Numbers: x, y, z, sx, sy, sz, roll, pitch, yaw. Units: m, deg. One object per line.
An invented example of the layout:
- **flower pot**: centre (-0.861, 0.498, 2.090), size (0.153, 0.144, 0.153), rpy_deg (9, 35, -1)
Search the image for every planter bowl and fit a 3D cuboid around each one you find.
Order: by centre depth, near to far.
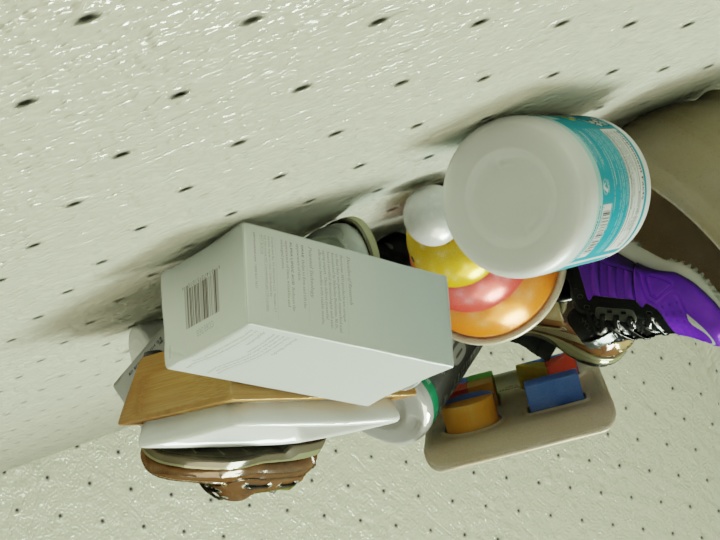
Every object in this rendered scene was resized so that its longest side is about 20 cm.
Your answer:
- **planter bowl**: centre (0.302, -0.068, 1.343), size (0.135, 0.200, 0.200), rpy_deg (-46, 179, -10)

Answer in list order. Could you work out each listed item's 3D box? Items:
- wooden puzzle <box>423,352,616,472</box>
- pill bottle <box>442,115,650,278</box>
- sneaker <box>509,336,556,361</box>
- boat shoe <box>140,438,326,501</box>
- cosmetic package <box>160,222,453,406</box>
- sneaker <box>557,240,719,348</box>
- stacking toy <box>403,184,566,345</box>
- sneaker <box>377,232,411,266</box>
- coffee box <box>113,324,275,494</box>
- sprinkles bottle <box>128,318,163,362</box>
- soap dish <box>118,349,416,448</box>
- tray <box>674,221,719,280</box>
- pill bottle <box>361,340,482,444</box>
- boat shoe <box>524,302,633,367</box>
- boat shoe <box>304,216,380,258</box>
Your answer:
- **wooden puzzle**: centre (0.150, 0.125, 1.526), size (0.183, 0.047, 0.200), rpy_deg (-14, -168, 6)
- **pill bottle**: centre (0.145, -0.057, 1.132), size (0.110, 0.112, 0.199), rpy_deg (-23, 174, 26)
- **sneaker**: centre (0.161, 0.011, 1.606), size (0.107, 0.074, 0.200), rpy_deg (-58, -151, 6)
- **boat shoe**: centre (-0.114, 0.173, 1.377), size (0.198, 0.072, 0.069), rpy_deg (3, 119, -42)
- **cosmetic package**: centre (-0.037, 0.038, 1.167), size (0.198, 0.082, 0.112), rpy_deg (14, 152, -39)
- **sneaker**: centre (0.235, 0.034, 1.342), size (0.100, 0.070, 0.200), rpy_deg (-47, -139, -8)
- **stacking toy**: centre (0.084, -0.030, 1.312), size (0.145, 0.148, 0.200), rpy_deg (-22, 156, 15)
- **sneaker**: centre (0.000, 0.000, 1.438), size (0.075, 0.088, 0.200), rpy_deg (-30, -164, 28)
- **coffee box**: centre (-0.118, 0.119, 1.450), size (0.115, 0.080, 0.200), rpy_deg (-48, 142, 7)
- **sprinkles bottle**: centre (-0.124, 0.059, 1.510), size (0.198, 0.069, 0.068), rpy_deg (-18, 175, -29)
- **soap dish**: centre (-0.078, 0.098, 1.288), size (0.198, 0.082, 0.156), rpy_deg (2, 167, -42)
- **tray**: centre (0.315, -0.062, 1.473), size (0.107, 0.199, 0.022), rpy_deg (-34, 141, -27)
- **pill bottle**: centre (0.060, 0.062, 1.508), size (0.113, 0.113, 0.200), rpy_deg (-26, -159, 46)
- **boat shoe**: centre (0.175, 0.024, 1.469), size (0.198, 0.076, 0.074), rpy_deg (19, 150, -12)
- **boat shoe**: centre (-0.052, 0.013, 1.287), size (0.068, 0.076, 0.200), rpy_deg (-18, 172, -31)
